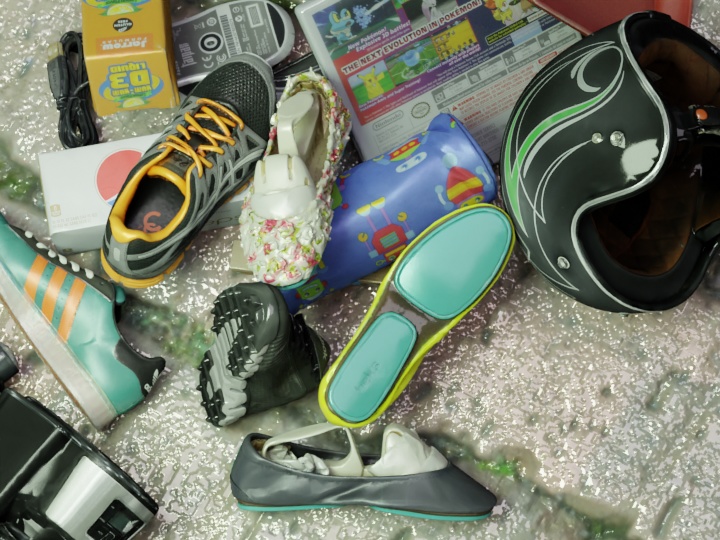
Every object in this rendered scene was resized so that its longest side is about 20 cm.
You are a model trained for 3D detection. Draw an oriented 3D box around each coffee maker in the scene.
[{"bbox_3d":[-0.275,0.189,1.445,0.192,0.135,0.200,35,77,10],"label":"coffee maker"}]

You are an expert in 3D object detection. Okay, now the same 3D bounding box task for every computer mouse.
[{"bbox_3d":[-0.147,-0.158,1.586,0.200,0.044,0.110,-14,62,-1],"label":"computer mouse"}]

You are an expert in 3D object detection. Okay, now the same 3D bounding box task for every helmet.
[{"bbox_3d":[0.196,-0.073,1.489,0.200,0.191,0.200,26,36,-20],"label":"helmet"}]

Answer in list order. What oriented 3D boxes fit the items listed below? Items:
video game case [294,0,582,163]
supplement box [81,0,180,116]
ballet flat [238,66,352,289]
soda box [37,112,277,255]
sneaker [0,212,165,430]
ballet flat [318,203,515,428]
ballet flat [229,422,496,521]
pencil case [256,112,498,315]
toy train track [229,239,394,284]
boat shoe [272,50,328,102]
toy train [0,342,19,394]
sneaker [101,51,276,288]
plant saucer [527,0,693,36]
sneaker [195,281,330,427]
[{"bbox_3d":[0.073,-0.165,1.550,0.200,0.023,0.182,-28,110,-9],"label":"video game case"},{"bbox_3d":[-0.182,-0.213,1.555,0.066,0.069,0.200,-8,53,-3],"label":"supplement box"},{"bbox_3d":[-0.052,-0.073,1.452,0.075,0.064,0.200,-5,41,12],"label":"ballet flat"},{"bbox_3d":[-0.144,-0.067,1.551,0.200,0.064,0.068,-10,75,-2],"label":"soda box"},{"bbox_3d":[-0.226,0.021,1.528,0.080,0.071,0.200,-35,84,-12],"label":"sneaker"},{"bbox_3d":[0.037,0.032,1.484,0.067,0.067,0.200,39,84,1],"label":"ballet flat"},{"bbox_3d":[0.002,0.147,1.485,0.200,0.073,0.073,2,75,3],"label":"ballet flat"},{"bbox_3d":[0.007,-0.046,1.504,0.200,0.078,0.087,-30,48,1],"label":"pencil case"},{"bbox_3d":[0.000,0.000,1.552,0.200,0.033,0.115,6,78,8],"label":"toy train track"},{"bbox_3d":[0.011,-0.183,1.568,0.200,0.070,0.066,-19,112,-8],"label":"boat shoe"},{"bbox_3d":[-0.355,0.103,1.500,0.200,0.085,0.114,-37,66,-8],"label":"toy train"},{"bbox_3d":[-0.124,-0.079,1.483,0.078,0.077,0.200,28,76,8],"label":"sneaker"},{"bbox_3d":[0.192,-0.263,1.568,0.037,0.200,0.200,-7,69,44],"label":"plant saucer"},{"bbox_3d":[-0.063,0.054,1.458,0.090,0.200,0.067,-11,68,-17],"label":"sneaker"}]
